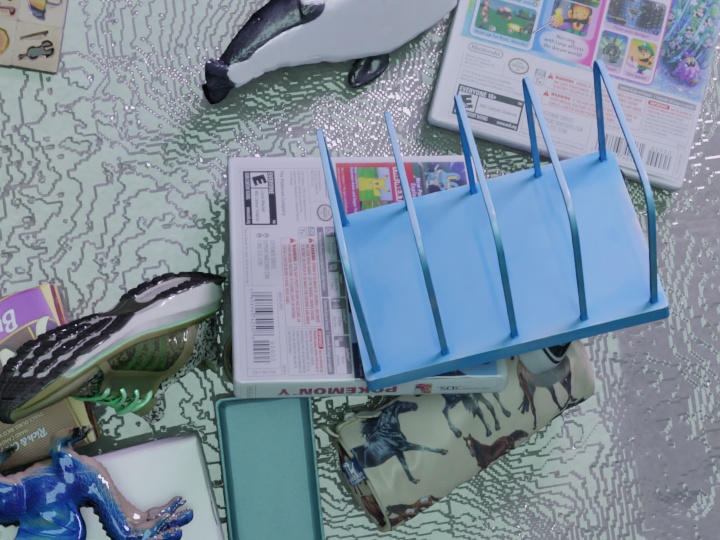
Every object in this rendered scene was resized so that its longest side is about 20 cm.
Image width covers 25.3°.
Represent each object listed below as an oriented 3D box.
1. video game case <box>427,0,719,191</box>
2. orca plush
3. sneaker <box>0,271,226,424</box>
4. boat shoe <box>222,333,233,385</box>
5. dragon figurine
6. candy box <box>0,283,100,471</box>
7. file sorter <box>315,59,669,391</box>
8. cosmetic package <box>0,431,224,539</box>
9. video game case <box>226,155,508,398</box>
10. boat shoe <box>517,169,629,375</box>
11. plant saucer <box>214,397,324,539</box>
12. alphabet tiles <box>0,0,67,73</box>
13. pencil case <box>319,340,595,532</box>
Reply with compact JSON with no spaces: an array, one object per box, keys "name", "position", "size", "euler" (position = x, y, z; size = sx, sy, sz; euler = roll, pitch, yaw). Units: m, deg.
[{"name":"video game case","position":[0.167,-0.173,1.200],"size":[0.198,0.024,0.183],"euler":[15,86,-5]},{"name":"orca plush","position":[-0.031,-0.183,1.170],"size":[0.199,0.071,0.105],"euler":[-33,137,-2]},{"name":"sneaker","position":[-0.160,0.071,1.099],"size":[0.199,0.077,0.089],"euler":[-29,110,-40]},{"name":"boat shoe","position":[-0.003,0.036,1.148],"size":[0.199,0.073,0.075],"euler":[-29,92,-6]},{"name":"dragon figurine","position":[-0.211,0.161,1.044],"size":[0.198,0.059,0.100],"euler":[-14,84,-7]},{"name":"candy box","position":[-0.294,0.093,1.123],"size":[0.198,0.056,0.118],"euler":[-16,90,-6]},{"name":"file sorter","position":[0.079,-0.035,1.021],"size":[0.198,0.123,0.139],"euler":[-14,51,2]},{"name":"cosmetic package","position":[-0.197,0.186,1.116],"size":[0.198,0.085,0.109],"euler":[-12,89,-7]},{"name":"video game case","position":[0.000,0.000,1.107],"size":[0.181,0.023,0.201],"euler":[-1,51,-5]},{"name":"boat shoe","position":[0.151,-0.006,1.112],"size":[0.068,0.200,0.074],"euler":[-20,113,30]},{"name":"plant saucer","position":[-0.061,0.187,1.155],"size":[0.069,0.019,0.202],"euler":[-6,96,-7]},{"name":"alphabet tiles","position":[-0.255,-0.249,1.162],"size":[0.166,0.008,0.202],"euler":[8,88,-7]},{"name":"pencil case","position":[0.074,0.100,1.153],"size":[0.199,0.078,0.090],"euler":[-33,105,-6]}]
